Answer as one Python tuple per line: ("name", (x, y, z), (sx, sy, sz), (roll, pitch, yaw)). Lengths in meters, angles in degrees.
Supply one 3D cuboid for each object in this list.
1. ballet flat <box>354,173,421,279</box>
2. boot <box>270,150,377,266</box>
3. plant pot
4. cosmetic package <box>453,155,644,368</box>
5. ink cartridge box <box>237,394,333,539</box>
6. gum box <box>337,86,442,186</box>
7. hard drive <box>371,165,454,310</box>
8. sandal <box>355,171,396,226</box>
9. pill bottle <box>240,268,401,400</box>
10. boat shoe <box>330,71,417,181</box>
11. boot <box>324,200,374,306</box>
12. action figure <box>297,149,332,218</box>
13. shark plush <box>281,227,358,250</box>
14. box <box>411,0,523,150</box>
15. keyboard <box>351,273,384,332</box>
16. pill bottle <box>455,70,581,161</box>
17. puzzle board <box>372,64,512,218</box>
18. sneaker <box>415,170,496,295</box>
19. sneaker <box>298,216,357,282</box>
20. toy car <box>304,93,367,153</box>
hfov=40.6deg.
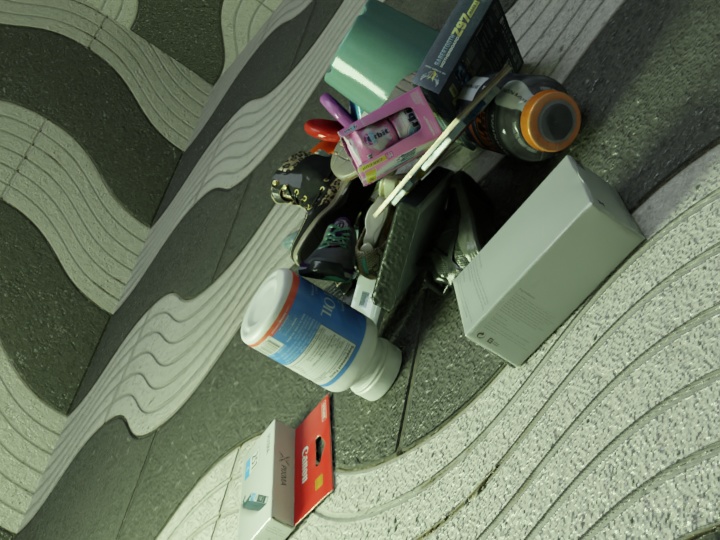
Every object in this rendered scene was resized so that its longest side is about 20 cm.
("ballet flat", (0.039, -0.081, 1.335), (0.067, 0.076, 0.201), (5, 51, 24))
("boot", (-0.078, -0.100, 1.483), (0.150, 0.073, 0.201), (18, 70, 40))
("plant pot", (0.061, -0.310, 1.523), (0.201, 0.195, 0.200), (-59, 4, 6))
("cosmetic package", (0.194, -0.010, 1.038), (0.200, 0.081, 0.113), (-48, 23, 25))
("ink cartridge box", (-0.108, 0.285, 1.375), (0.177, 0.045, 0.201), (-51, 22, 24))
("gum box", (0.037, -0.168, 1.252), (0.113, 0.067, 0.200), (-28, 1, 2))
("hard drive", (0.070, -0.047, 1.267), (0.200, 0.033, 0.141), (-46, -26, -64))
("sandal", (0.027, -0.138, 1.641), (0.201, 0.057, 0.080), (127, 155, -59))
("pill bottle", (-0.048, 0.091, 1.282), (0.112, 0.199, 0.113), (-46, 24, 28))
("boat shoe", (0.044, -0.197, 1.411), (0.200, 0.072, 0.076), (-39, 58, 14))
("boot", (-0.002, -0.001, 1.475), (0.158, 0.079, 0.212), (-49, 23, 25))
("action figure", (-0.048, -0.131, 1.603), (0.200, 0.101, 0.120), (-129, 58, -73))
("shark plush", (-0.049, -0.047, 1.647), (0.199, 0.083, 0.092), (17, 108, 51))
("box", (0.155, -0.278, 1.366), (0.051, 0.200, 0.159), (27, 86, 26))
("keyboard", (0.012, 0.043, 1.370), (0.056, 0.011, 0.202), (16, 91, 39))
("pill bottle", (0.203, -0.197, 1.237), (0.107, 0.106, 0.200), (-58, 20, 2))
("puzzle board", (0.101, -0.154, 1.192), (0.151, 0.017, 0.200), (-49, 0, -44))
("sneaker", (0.120, -0.045, 1.261), (0.114, 0.076, 0.200), (-39, 33, 28))
("sneaker", (-0.040, -0.031, 1.317), (0.200, 0.074, 0.088), (-15, -68, -88))
("toy car", (-0.022, -0.261, 1.780), (0.201, 0.149, 0.175), (-54, 21, 12))
